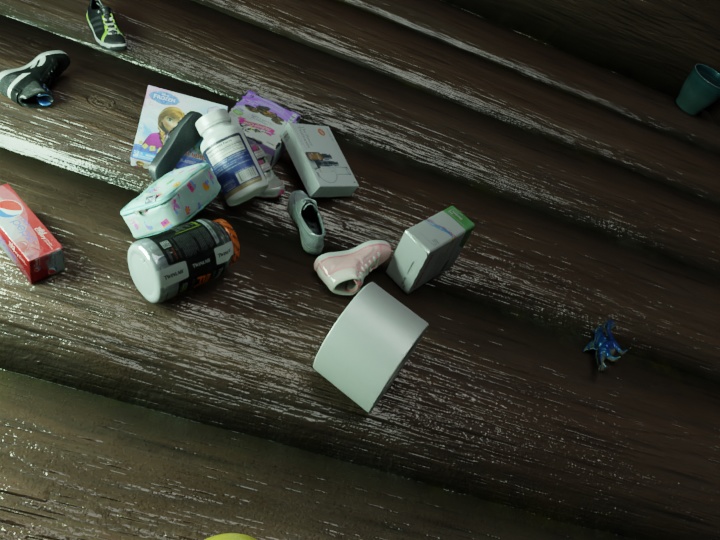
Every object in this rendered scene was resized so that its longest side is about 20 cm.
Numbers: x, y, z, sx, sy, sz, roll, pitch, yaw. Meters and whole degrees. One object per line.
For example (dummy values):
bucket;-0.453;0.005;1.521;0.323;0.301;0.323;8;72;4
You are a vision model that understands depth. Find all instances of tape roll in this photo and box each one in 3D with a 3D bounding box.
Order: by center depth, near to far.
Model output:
tape roll;0.020;0.145;1.131;0.138;0.205;0.203;34;42;10

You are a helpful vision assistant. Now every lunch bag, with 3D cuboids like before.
lunch bag;-0.405;-0.151;1.257;0.157;0.078;0.201;-7;30;28

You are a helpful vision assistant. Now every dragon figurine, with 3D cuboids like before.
dragon figurine;0.597;0.190;1.479;0.198;0.059;0.100;-22;60;-40

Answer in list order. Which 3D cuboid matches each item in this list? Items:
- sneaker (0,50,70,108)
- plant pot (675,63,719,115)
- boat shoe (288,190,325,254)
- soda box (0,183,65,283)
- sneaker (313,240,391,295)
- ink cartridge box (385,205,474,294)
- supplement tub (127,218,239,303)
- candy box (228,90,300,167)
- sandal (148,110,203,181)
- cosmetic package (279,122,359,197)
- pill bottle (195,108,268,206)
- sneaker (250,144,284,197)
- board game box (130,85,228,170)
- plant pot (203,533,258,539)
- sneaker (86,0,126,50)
sneaker;-0.759;-0.451;1.435;0.111;0.074;0.200;36;51;7
plant pot;1.718;-0.905;3.015;0.195;0.190;0.204;13;48;-14
boat shoe;-0.123;-0.133;1.429;0.068;0.072;0.204;0;48;-26
soda box;-0.642;-0.071;1.117;0.199;0.064;0.070;42;44;17
sneaker;0.000;0.000;1.356;0.196;0.076;0.105;-14;50;-26
ink cartridge box;0.169;-0.052;1.439;0.084;0.146;0.198;43;45;20
supplement tub;-0.345;-0.027;1.177;0.122;0.124;0.198;44;45;20
candy box;-0.272;-0.379;1.597;0.165;0.072;0.202;25;43;-2
sandal;-0.427;-0.294;1.365;0.042;0.077;0.202;21;63;18
cosmetic package;-0.107;-0.289;1.556;0.149;0.051;0.203;-8;65;-49
pill bottle;-0.303;-0.264;1.381;0.110;0.110;0.204;-30;95;-43
sneaker;-0.265;-0.258;1.469;0.198;0.089;0.081;37;43;12
board game box;-0.433;-0.328;1.434;0.195;0.041;0.205;11;69;-17
plant pot;-0.175;0.437;0.789;0.195;0.144;0.203;14;42;-13
sneaker;-0.726;-0.702;1.681;0.071;0.084;0.200;-22;61;-39
